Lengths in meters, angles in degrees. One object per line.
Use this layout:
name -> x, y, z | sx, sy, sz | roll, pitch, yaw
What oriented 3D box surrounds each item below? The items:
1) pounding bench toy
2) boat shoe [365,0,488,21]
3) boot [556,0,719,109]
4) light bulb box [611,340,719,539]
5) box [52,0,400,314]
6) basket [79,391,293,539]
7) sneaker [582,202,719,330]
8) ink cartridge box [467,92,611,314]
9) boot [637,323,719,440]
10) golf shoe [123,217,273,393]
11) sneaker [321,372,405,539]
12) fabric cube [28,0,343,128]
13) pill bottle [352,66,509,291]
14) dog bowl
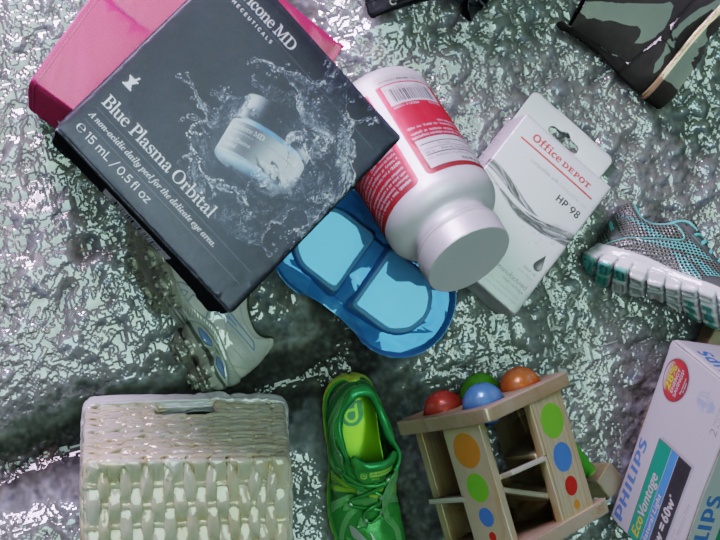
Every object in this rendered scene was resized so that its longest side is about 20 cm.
pounding bench toy -> 0.157, 0.169, 1.413 | 0.199, 0.123, 0.158 | -18, 92, -43
boat shoe -> 0.095, -0.277, 1.437 | 0.196, 0.074, 0.067 | -4, 92, -10
boot -> 0.304, -0.285, 1.478 | 0.138, 0.077, 0.201 | 35, 82, -3
light bulb box -> 0.376, 0.190, 1.404 | 0.197, 0.125, 0.201 | 8, 109, -23
box -> -0.110, -0.105, 1.179 | 0.200, 0.117, 0.197 | -45, 99, -10
basket -> -0.156, 0.226, 1.319 | 0.195, 0.161, 0.203 | 0, 102, -9
sneaker -> 0.323, -0.008, 1.451 | 0.198, 0.078, 0.092 | 23, 72, 16
ink cartridge box -> 0.161, -0.071, 1.448 | 0.115, 0.067, 0.201 | 39, 83, -7
boot -> 0.389, 0.143, 1.485 | 0.165, 0.072, 0.201 | 34, 86, -10
golf shoe -> -0.154, 0.013, 1.397 | 0.097, 0.078, 0.202 | -29, 100, -27
sneaker -> 0.002, 0.200, 1.407 | 0.073, 0.084, 0.203 | -12, 92, -11
fabric cube -> -0.162, -0.172, 1.326 | 0.198, 0.196, 0.201 | 37, 82, -10
pill bottle -> 0.055, -0.084, 1.363 | 0.111, 0.113, 0.201 | -24, 58, -10
dog bowl -> 0.000, 0.000, 1.425 | 0.199, 0.050, 0.112 | 37, 85, -7
